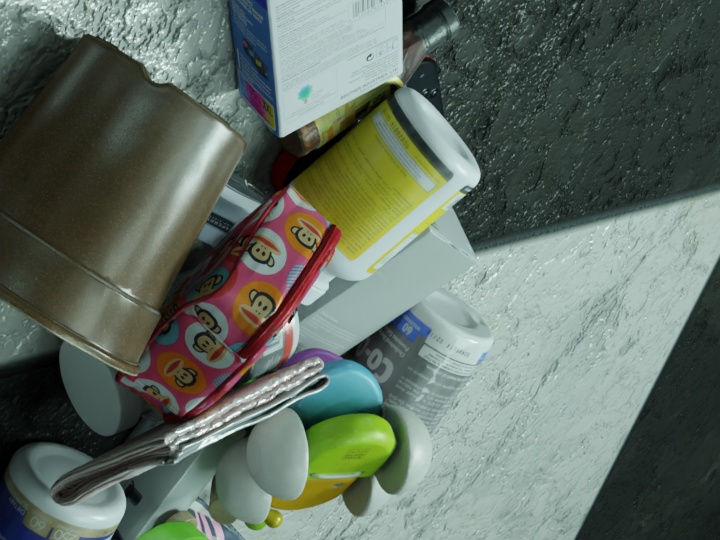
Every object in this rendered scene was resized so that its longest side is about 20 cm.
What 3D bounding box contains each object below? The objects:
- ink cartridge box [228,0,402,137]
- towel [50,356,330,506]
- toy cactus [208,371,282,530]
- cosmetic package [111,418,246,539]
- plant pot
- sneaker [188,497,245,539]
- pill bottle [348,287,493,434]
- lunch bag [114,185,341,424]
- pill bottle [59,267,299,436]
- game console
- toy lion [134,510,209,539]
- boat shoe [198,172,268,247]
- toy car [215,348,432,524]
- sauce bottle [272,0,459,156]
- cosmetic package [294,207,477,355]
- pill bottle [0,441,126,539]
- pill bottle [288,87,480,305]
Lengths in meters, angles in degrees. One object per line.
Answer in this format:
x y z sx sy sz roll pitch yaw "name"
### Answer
-0.037 -0.227 1.435 0.136 0.076 0.201 -30 147 -21 "ink cartridge box"
-0.148 0.141 1.513 0.199 0.032 0.191 -25 180 -44 "towel"
-0.112 0.201 1.767 0.165 0.102 0.201 -71 171 -59 "toy cactus"
-0.206 0.208 1.702 0.200 0.082 0.051 -53 151 5 "cosmetic package"
-0.201 -0.058 1.320 0.199 0.200 0.200 -57 150 -2 "plant pot"
-0.186 0.278 1.813 0.082 0.070 0.200 -56 146 -12 "sneaker"
0.037 0.117 1.763 0.114 0.114 0.201 9 119 -56 "pill bottle"
-0.105 0.020 1.420 0.200 0.082 0.177 -40 -165 46 "lunch bag"
-0.163 0.066 1.565 0.199 0.116 0.116 -24 142 -35 "pill bottle"
0.004 -0.107 1.678 0.200 0.031 0.177 -41 149 -14 "game console"
-0.232 0.321 1.622 0.200 0.069 0.192 -54 158 7 "toy lion"
-0.142 -0.074 1.483 0.199 0.066 0.070 27 115 -36 "boat shoe"
-0.040 0.151 1.645 0.174 0.151 0.200 0 158 -24 "toy car"
0.006 -0.178 1.564 0.200 0.066 0.066 -36 147 -19 "sauce bottle"
0.000 0.000 1.674 0.200 0.090 0.107 -36 149 13 "cosmetic package"
-0.307 0.269 1.602 0.115 0.116 0.201 4 121 -54 "pill bottle"
0.002 -0.062 1.563 0.200 0.112 0.112 -40 152 12 "pill bottle"
